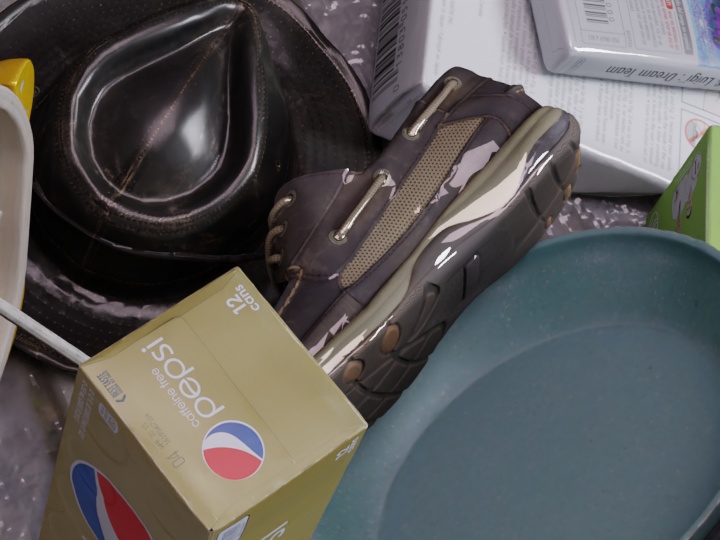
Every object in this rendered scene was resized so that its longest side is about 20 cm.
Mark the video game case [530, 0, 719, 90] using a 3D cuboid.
[{"bbox_3d":[0.139,-0.170,1.058,0.181,0.024,0.201,3,65,-31],"label":"video game case"}]

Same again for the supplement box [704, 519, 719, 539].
[{"bbox_3d":[0.180,0.087,0.828,0.103,0.101,0.200,29,64,0],"label":"supplement box"}]

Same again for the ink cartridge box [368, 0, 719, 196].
[{"bbox_3d":[0.105,-0.103,1.047,0.199,0.057,0.163,22,57,-26],"label":"ink cartridge box"}]

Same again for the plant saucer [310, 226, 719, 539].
[{"bbox_3d":[0.065,0.069,0.885,0.036,0.199,0.200,53,53,-34],"label":"plant saucer"}]

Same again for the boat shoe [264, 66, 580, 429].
[{"bbox_3d":[0.000,0.000,0.911,0.073,0.075,0.200,37,64,20],"label":"boat shoe"}]

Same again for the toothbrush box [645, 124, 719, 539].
[{"bbox_3d":[0.189,0.059,0.949,0.145,0.086,0.201,9,61,-9],"label":"toothbrush box"}]

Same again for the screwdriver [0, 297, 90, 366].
[{"bbox_3d":[-0.092,0.033,0.844,0.029,0.200,0.028,6,69,27],"label":"screwdriver"}]

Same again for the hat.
[{"bbox_3d":[-0.076,-0.057,0.945,0.200,0.081,0.201,6,61,-11],"label":"hat"}]

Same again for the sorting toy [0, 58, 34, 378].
[{"bbox_3d":[-0.215,-0.024,0.853,0.179,0.201,0.107,18,40,9],"label":"sorting toy"}]

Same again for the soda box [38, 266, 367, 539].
[{"bbox_3d":[-0.060,0.082,0.808,0.064,0.200,0.068,-33,75,-26],"label":"soda box"}]
